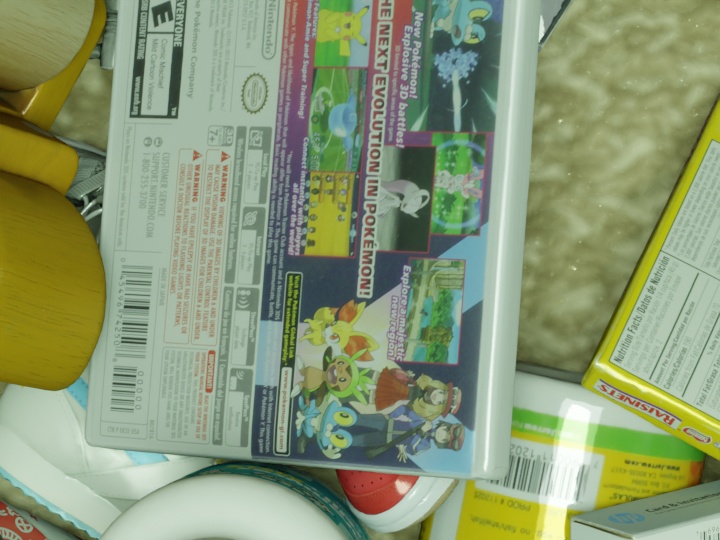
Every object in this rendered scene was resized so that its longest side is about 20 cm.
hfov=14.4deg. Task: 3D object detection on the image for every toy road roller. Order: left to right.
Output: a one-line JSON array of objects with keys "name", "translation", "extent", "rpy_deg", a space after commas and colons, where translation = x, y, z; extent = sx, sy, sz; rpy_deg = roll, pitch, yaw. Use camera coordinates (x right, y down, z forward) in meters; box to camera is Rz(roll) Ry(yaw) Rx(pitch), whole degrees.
[{"name": "toy road roller", "translation": [-0.156, -0.039, 1.115], "extent": [0.146, 0.123, 0.200], "rpy_deg": [31, 97, 29]}]

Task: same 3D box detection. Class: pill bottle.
[{"name": "pill bottle", "translation": [-0.048, 0.130, 1.072], "extent": [0.111, 0.200, 0.111], "rpy_deg": [0, 89, 2]}, {"name": "pill bottle", "translation": [0.074, 0.143, 1.187], "extent": [0.111, 0.111, 0.200], "rpy_deg": [11, 92, 2]}]

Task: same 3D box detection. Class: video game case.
[{"name": "video game case", "translation": [-0.020, -0.024, 1.114], "extent": [0.182, 0.023, 0.200], "rpy_deg": [3, 86, 28]}]

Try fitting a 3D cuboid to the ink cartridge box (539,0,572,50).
[{"name": "ink cartridge box", "translation": [0.018, -0.183, 1.217], "extent": [0.198, 0.043, 0.200], "rpy_deg": [32, 94, 1]}]

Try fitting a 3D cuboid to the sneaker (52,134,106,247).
[{"name": "sneaker", "translation": [-0.116, -0.021, 1.204], "extent": [0.200, 0.082, 0.075], "rpy_deg": [3, 91, 5]}]

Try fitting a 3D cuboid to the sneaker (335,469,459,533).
[{"name": "sneaker", "translation": [0.000, 0.000, 1.145], "extent": [0.071, 0.112, 0.200], "rpy_deg": [-19, 46, 31]}]

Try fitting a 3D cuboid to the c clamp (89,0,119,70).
[{"name": "c clamp", "translation": [-0.069, -0.174, 1.186], "extent": [0.171, 0.027, 0.200], "rpy_deg": [12, 94, 2]}]

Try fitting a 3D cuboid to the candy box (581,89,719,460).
[{"name": "candy box", "translation": [0.173, -0.009, 1.170], "extent": [0.102, 0.026, 0.200], "rpy_deg": [28, 58, 2]}]

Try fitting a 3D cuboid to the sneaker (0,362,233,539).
[{"name": "sneaker", "translation": [-0.062, 0.095, 1.210], "extent": [0.200, 0.077, 0.081], "rpy_deg": [32, 91, -1]}]

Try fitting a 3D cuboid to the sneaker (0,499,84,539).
[{"name": "sneaker", "translation": [-0.176, 0.121, 1.197], "extent": [0.201, 0.108, 0.067], "rpy_deg": [35, 92, 1]}]

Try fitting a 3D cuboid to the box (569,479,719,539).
[{"name": "box", "translation": [0.154, 0.185, 1.161], "extent": [0.156, 0.041, 0.200], "rpy_deg": [-10, 104, -37]}]
